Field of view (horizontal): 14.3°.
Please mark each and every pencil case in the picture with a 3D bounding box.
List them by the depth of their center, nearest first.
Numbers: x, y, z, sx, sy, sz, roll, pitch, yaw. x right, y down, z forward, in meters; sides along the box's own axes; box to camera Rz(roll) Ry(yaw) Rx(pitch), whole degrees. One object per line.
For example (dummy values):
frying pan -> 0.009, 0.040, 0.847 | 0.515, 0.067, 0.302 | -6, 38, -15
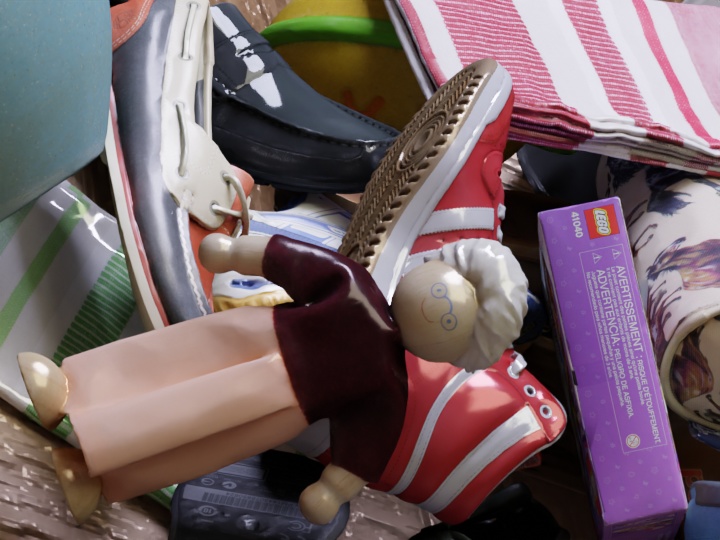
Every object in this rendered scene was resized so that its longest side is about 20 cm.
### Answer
pencil case -> 0.165, 0.000, 1.369 | 0.090, 0.078, 0.200 | 54, 13, -29

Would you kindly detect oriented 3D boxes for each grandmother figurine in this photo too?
grandmother figurine -> -0.027, 0.040, 1.139 | 0.061, 0.199, 0.122 | -119, -172, -82

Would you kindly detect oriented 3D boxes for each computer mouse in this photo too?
computer mouse -> -0.078, 0.132, 1.136 | 0.140, 0.046, 0.200 | 6, 26, 1

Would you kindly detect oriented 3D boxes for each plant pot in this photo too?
plant pot -> -0.179, -0.081, 1.175 | 0.135, 0.200, 0.200 | 58, 31, -6

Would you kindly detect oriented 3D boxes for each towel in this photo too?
towel -> -0.101, 0.031, 1.262 | 0.200, 0.023, 0.153 | 36, 33, -9
towel -> 0.111, -0.102, 1.385 | 0.199, 0.023, 0.144 | 9, 34, -23

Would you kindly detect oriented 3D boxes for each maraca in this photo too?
maraca -> 0.043, -0.092, 1.451 | 0.199, 0.137, 0.107 | 12, 79, -2

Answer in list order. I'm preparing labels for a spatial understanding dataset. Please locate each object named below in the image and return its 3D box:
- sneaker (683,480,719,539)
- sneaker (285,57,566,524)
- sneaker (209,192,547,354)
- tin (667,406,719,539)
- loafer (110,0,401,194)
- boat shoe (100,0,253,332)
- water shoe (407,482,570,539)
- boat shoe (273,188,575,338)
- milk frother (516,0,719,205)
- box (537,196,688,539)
sneaker -> 0.173, 0.144, 1.286 | 0.066, 0.200, 0.079 | 8, 73, 5
sneaker -> 0.047, 0.013, 1.236 | 0.112, 0.071, 0.200 | 32, 66, -15
sneaker -> 0.000, 0.000, 1.312 | 0.200, 0.075, 0.088 | 8, 45, -41
tin -> 0.179, 0.064, 1.451 | 0.200, 0.042, 0.112 | -71, 148, -59
loafer -> -0.067, -0.087, 1.324 | 0.200, 0.071, 0.068 | 21, 17, 25
boat shoe -> -0.077, -0.038, 1.228 | 0.062, 0.071, 0.201 | -11, 54, -6
water shoe -> 0.018, 0.141, 1.204 | 0.072, 0.079, 0.200 | 45, 32, 8
boat shoe -> 0.038, -0.007, 1.410 | 0.199, 0.070, 0.070 | 15, 28, -33
milk frother -> 0.167, -0.122, 1.566 | 0.200, 0.188, 0.180 | 48, 17, 1
box -> 0.113, 0.053, 1.301 | 0.200, 0.039, 0.137 | 65, 13, -80
